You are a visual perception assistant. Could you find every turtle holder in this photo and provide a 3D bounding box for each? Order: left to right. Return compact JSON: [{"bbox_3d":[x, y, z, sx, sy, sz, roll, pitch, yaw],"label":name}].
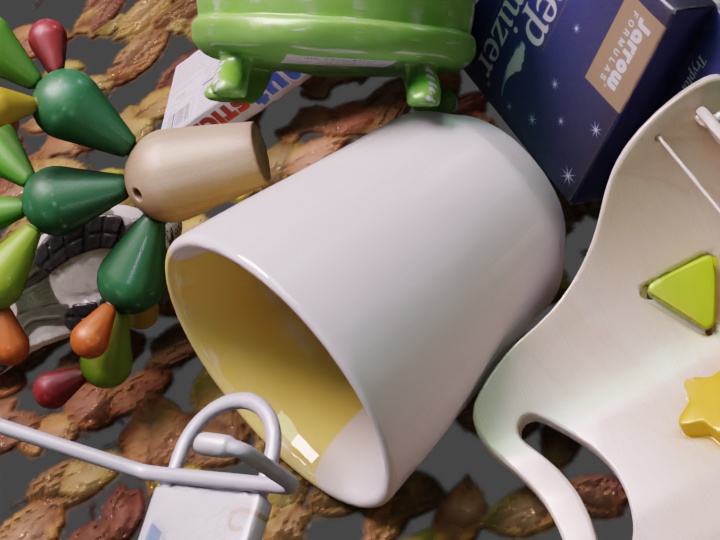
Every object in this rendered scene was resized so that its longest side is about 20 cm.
[{"bbox_3d":[-0.004,-0.145,0.835,0.141,0.185,0.132,4,94,24],"label":"turtle holder"}]

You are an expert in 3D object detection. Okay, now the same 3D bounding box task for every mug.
[{"bbox_3d":[0.002,-0.004,0.807,0.153,0.150,0.186,-39,49,-23],"label":"mug"}]

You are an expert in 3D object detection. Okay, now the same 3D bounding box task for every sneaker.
[{"bbox_3d":[-0.181,0.008,0.963,0.200,0.077,0.089,-13,13,19],"label":"sneaker"}]

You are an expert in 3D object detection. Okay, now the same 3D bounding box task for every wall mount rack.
[{"bbox_3d":[-0.120,0.133,0.758,0.173,0.075,0.200,0,62,38],"label":"wall mount rack"}]

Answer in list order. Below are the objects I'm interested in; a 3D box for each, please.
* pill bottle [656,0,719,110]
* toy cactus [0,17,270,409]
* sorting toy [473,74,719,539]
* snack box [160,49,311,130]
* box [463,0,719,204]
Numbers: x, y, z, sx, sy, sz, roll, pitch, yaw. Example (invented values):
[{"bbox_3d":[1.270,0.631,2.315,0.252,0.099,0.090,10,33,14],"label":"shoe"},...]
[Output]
[{"bbox_3d":[0.135,-0.141,0.886,0.113,0.113,0.200,-41,44,-13],"label":"pill bottle"},{"bbox_3d":[-0.125,-0.037,0.843,0.165,0.200,0.102,-13,10,9],"label":"toy cactus"},{"bbox_3d":[0.140,0.051,0.715,0.180,0.107,0.200,-35,45,6],"label":"sorting toy"},{"bbox_3d":[-0.038,-0.136,0.989,0.200,0.024,0.072,-29,36,33],"label":"snack box"},{"bbox_3d":[0.097,-0.121,0.820,0.032,0.121,0.200,-13,53,-34],"label":"box"}]
